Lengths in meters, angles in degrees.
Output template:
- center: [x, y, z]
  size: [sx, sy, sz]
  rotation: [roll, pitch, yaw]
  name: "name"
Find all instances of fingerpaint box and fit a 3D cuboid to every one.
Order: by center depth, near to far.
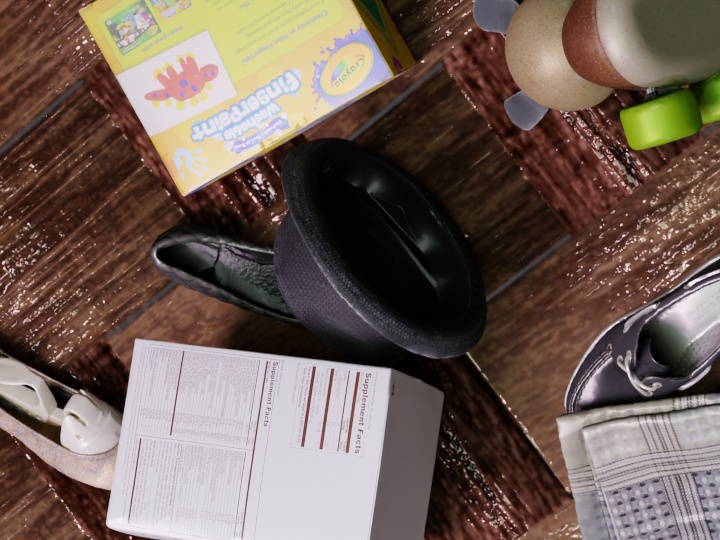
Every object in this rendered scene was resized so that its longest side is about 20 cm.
- center: [-0.085, -0.178, 1.698]
  size: [0.200, 0.073, 0.167]
  rotation: [-29, 93, 21]
  name: "fingerpaint box"

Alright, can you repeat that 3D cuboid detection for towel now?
- center: [0.259, 0.182, 1.679]
  size: [0.199, 0.035, 0.193]
  rotation: [-9, 117, 19]
  name: "towel"

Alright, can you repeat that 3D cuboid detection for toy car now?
- center: [0.169, -0.169, 1.615]
  size: [0.200, 0.158, 0.165]
  rotation: [-13, 97, 48]
  name: "toy car"

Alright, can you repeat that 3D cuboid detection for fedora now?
- center: [0.000, 0.000, 1.666]
  size: [0.201, 0.201, 0.092]
  rotation: [47, 124, 1]
  name: "fedora"

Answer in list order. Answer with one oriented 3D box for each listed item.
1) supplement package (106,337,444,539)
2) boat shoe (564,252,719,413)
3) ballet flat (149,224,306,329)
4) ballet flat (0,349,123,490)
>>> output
- center: [-0.060, 0.143, 1.687]
  size: [0.199, 0.191, 0.148]
  rotation: [6, 83, 15]
  name: "supplement package"
- center: [0.229, 0.060, 1.667]
  size: [0.200, 0.060, 0.074]
  rotation: [-38, 91, 21]
  name: "boat shoe"
- center: [-0.071, 0.011, 1.746]
  size: [0.199, 0.057, 0.067]
  rotation: [13, 103, 8]
  name: "ballet flat"
- center: [-0.252, 0.118, 1.817]
  size: [0.200, 0.068, 0.067]
  rotation: [24, 143, 9]
  name: "ballet flat"
